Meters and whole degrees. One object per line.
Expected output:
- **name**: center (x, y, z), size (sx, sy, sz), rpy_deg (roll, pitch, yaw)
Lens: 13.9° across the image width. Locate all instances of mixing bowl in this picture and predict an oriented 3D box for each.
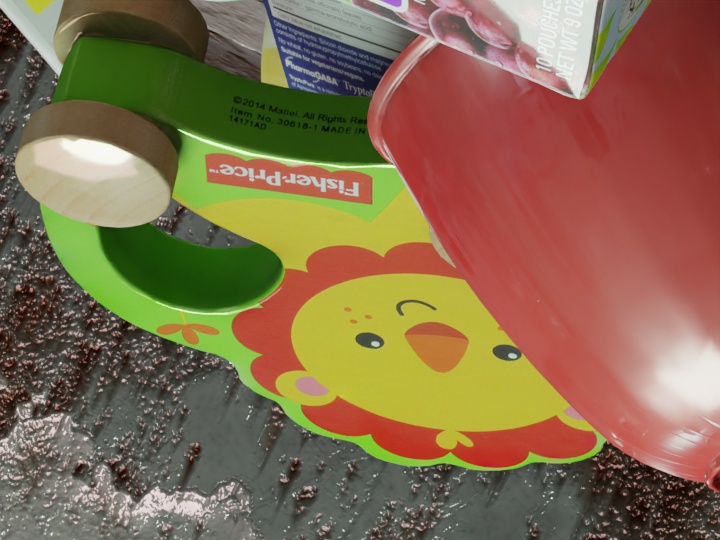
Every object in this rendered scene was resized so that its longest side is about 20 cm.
- **mixing bowl**: center (0.111, -0.014, 0.700), size (0.199, 0.109, 0.200), rpy_deg (-15, 165, -4)

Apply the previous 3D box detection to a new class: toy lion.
- **toy lion**: center (0.000, 0.000, 0.936), size (0.199, 0.069, 0.192), rpy_deg (9, 147, 5)

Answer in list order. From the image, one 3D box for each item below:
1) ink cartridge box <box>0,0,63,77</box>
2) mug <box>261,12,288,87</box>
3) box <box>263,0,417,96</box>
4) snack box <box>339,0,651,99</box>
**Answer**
- **ink cartridge box**: center (-0.157, -0.175, 1.155), size (0.200, 0.047, 0.198), rpy_deg (52, -171, -10)
- **mug**: center (0.069, -0.051, 1.067), size (0.149, 0.188, 0.153), rpy_deg (-10, -168, -38)
- **box**: center (0.005, -0.116, 0.939), size (0.121, 0.032, 0.201), rpy_deg (23, 144, 40)
- **snack box**: center (-0.028, -0.129, 0.577), size (0.199, 0.053, 0.143), rpy_deg (24, 144, 14)
